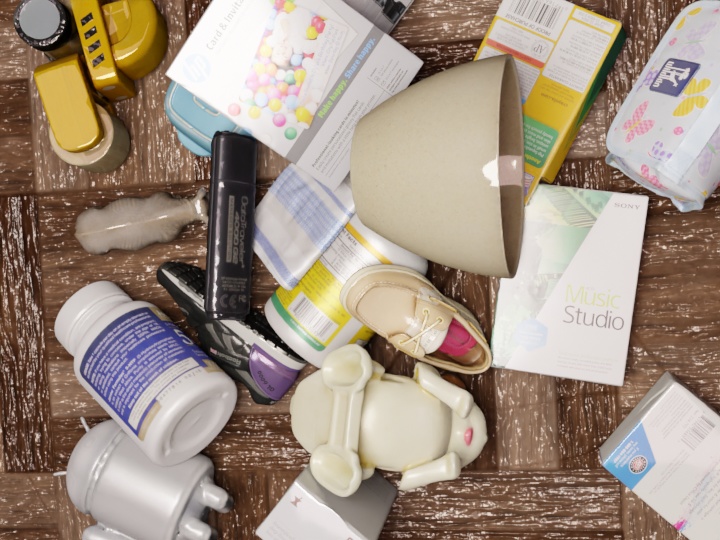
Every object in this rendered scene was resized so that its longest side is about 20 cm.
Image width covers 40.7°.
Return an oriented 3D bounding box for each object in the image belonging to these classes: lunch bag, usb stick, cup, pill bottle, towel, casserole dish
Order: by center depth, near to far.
[{"bbox_3d":[0.071,-0.093,0.894,0.142,0.200,0.202,0,93,15],"label":"cup"},{"bbox_3d":[0.319,-0.155,0.915,0.127,0.200,0.170,33,99,7],"label":"lunch bag"},{"bbox_3d":[0.000,0.000,1.026,0.113,0.113,0.200,41,100,6],"label":"pill bottle"},{"bbox_3d":[-0.046,-0.087,1.029,0.024,0.147,0.200,33,99,-37],"label":"towel"},{"bbox_3d":[-0.138,-0.048,1.031,0.032,0.055,0.202,-4,82,49],"label":"usb stick"},{"bbox_3d":[-0.240,0.105,1.058,0.200,0.120,0.120,39,100,25],"label":"pill bottle"},{"bbox_3d":[-0.143,-0.219,1.078,0.121,0.039,0.201,35,98,6],"label":"casserole dish"}]

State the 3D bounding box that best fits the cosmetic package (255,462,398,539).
[{"bbox_3d":[-0.029,0.247,1.001,0.101,0.200,0.074,39,99,6],"label":"cosmetic package"}]

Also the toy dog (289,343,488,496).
[{"bbox_3d":[0.040,0.164,0.996,0.199,0.193,0.141,10,74,-31],"label":"toy dog"}]

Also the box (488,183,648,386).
[{"bbox_3d":[0.218,0.012,1.026,0.143,0.036,0.202,7,93,10],"label":"box"}]

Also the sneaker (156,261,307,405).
[{"bbox_3d":[-0.160,0.074,1.082,0.199,0.076,0.088,37,105,6],"label":"sneaker"}]

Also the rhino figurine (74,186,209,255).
[{"bbox_3d":[-0.224,-0.058,1.076,0.198,0.087,0.060,-12,92,9],"label":"rhino figurine"}]

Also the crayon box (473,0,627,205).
[{"bbox_3d":[0.171,-0.180,1.003,0.125,0.052,0.201,30,98,21],"label":"crayon box"}]

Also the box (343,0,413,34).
[{"bbox_3d":[-0.029,-0.263,1.009,0.060,0.116,0.200,43,99,32],"label":"box"}]

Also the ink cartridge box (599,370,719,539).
[{"bbox_3d":[0.360,0.215,0.995,0.200,0.067,0.116,40,100,6],"label":"ink cartridge box"}]

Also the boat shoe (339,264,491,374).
[{"bbox_3d":[0.065,0.054,0.979,0.074,0.199,0.069,-54,41,15],"label":"boat shoe"}]

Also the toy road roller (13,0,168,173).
[{"bbox_3d":[-0.277,-0.219,1.064,0.145,0.123,0.202,-16,90,0],"label":"toy road roller"}]

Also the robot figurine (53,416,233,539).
[{"bbox_3d":[-0.243,0.239,1.084,0.199,0.113,0.171,24,70,8],"label":"robot figurine"}]

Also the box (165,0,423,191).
[{"bbox_3d":[-0.063,-0.198,0.942,0.199,0.041,0.156,34,99,-12],"label":"box"}]
